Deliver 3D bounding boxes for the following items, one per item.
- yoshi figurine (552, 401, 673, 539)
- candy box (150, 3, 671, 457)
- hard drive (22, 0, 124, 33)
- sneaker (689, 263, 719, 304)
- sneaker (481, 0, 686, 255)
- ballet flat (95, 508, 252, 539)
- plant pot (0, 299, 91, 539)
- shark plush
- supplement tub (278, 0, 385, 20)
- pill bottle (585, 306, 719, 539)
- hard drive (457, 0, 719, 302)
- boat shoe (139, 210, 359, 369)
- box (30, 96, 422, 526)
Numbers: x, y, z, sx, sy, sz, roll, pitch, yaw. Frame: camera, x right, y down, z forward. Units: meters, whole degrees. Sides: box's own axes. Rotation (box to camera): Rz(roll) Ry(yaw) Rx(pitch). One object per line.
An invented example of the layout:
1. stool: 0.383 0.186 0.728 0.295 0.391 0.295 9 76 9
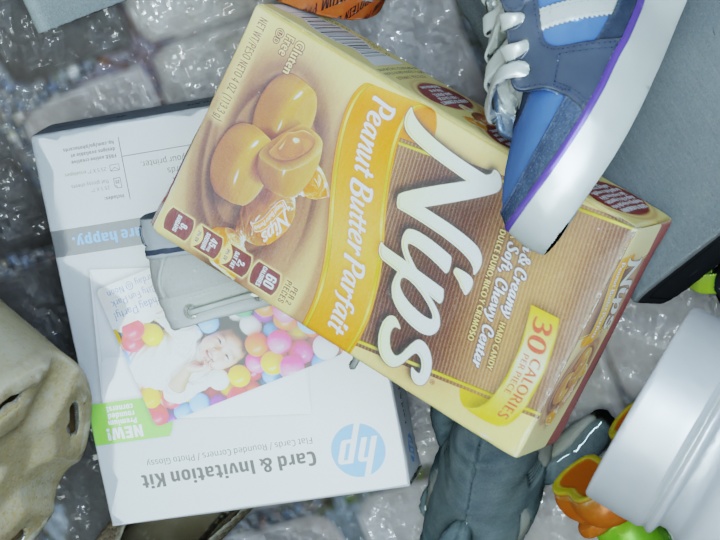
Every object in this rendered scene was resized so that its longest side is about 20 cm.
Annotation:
1. yoshi figurine: 0.187 0.157 1.362 0.112 0.112 0.200 -32 105 17
2. candy box: 0.020 -0.020 1.245 0.200 0.055 0.116 32 107 19
3. hard drive: -0.132 -0.227 1.356 0.139 0.033 0.200 -18 104 24
4. sneaker: 0.248 0.009 1.293 0.200 0.083 0.072 1 112 18
5. sneaker: 0.056 -0.119 1.171 0.146 0.200 0.081 26 161 0
6. ballet flat: -0.086 0.112 1.468 0.067 0.046 0.200 40 117 0
7. plant pot: -0.239 0.059 1.390 0.183 0.200 0.201 30 118 22
8. shark plush: 0.042 0.125 1.409 0.091 0.083 0.200 33 117 3
9. supplement tub: 0.005 -0.219 1.256 0.122 0.123 0.200 29 114 6
10. pill bottle: 0.204 0.105 1.214 0.200 0.113 0.113 30 117 7
11. hard drive: 0.128 -0.107 1.260 0.140 0.033 0.200 -41 66 28
12. boat shoe: -0.002 0.001 1.326 0.202 0.075 0.086 -9 98 14
13. box: -0.065 0.016 1.399 0.156 0.041 0.200 -8 101 12
